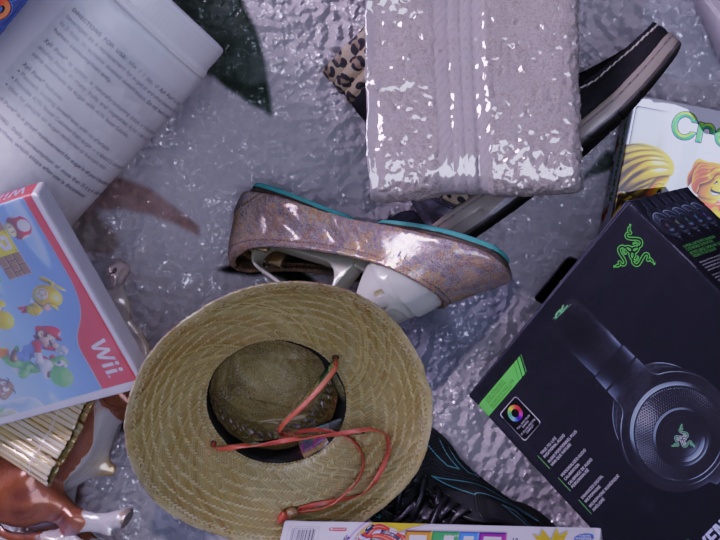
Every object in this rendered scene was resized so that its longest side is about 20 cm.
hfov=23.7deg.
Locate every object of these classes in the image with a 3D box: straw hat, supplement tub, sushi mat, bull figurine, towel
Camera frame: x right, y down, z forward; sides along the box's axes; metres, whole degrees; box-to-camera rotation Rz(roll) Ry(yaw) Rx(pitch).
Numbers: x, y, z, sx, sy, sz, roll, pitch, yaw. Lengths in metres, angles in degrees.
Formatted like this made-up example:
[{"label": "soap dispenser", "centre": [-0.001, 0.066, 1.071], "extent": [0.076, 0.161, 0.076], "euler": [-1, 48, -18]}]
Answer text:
[{"label": "straw hat", "centre": [-0.057, 0.073, 1.079], "extent": [0.200, 0.085, 0.202], "euler": [-7, 121, -11]}, {"label": "supplement tub", "centre": [-0.197, -0.106, 1.068], "extent": [0.132, 0.132, 0.200], "euler": [43, 93, -4]}, {"label": "sushi mat", "centre": [-0.257, 0.051, 1.099], "extent": [0.199, 0.012, 0.096], "euler": [27, 97, 18]}, {"label": "bull figurine", "centre": [-0.173, 0.093, 1.111], "extent": [0.121, 0.065, 0.201], "euler": [29, 98, 15]}, {"label": "towel", "centre": [0.069, -0.140, 1.041], "extent": [0.132, 0.034, 0.201], "euler": [-2, 75, 6]}]

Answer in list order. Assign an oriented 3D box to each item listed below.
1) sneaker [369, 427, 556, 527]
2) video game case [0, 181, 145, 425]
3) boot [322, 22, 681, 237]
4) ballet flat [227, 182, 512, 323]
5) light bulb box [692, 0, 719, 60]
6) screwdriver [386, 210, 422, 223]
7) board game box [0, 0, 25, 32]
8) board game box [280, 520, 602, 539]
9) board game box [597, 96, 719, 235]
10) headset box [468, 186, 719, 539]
[{"label": "sneaker", "centre": [0.055, 0.153, 1.120], "extent": [0.199, 0.079, 0.076], "euler": [29, 93, -2]}, {"label": "video game case", "centre": [-0.245, 0.034, 1.038], "extent": [0.199, 0.017, 0.143], "euler": [-16, 118, 19]}, {"label": "boot", "centre": [0.087, -0.126, 1.090], "extent": [0.200, 0.073, 0.151], "euler": [-40, 83, 10]}, {"label": "ballet flat", "centre": [0.000, 0.000, 1.079], "extent": [0.199, 0.068, 0.067], "euler": [14, 72, 32]}, {"label": "light bulb box", "centre": [0.320, -0.192, 1.039], "extent": [0.199, 0.198, 0.125], "euler": [-27, 97, 0]}, {"label": "screwdriver", "centre": [0.073, -0.054, 1.131], "extent": [0.200, 0.028, 0.029], "euler": [-35, 123, 0]}, {"label": "board game box", "centre": [-0.226, -0.197, 1.021], "extent": [0.034, 0.200, 0.136], "euler": [38, 92, -30]}, {"label": "board game box", "centre": [0.059, 0.211, 1.080], "extent": [0.199, 0.034, 0.135], "euler": [-1, 137, 16]}, {"label": "board game box", "centre": [0.262, -0.035, 1.131], "extent": [0.199, 0.035, 0.127], "euler": [10, 93, -2]}, {"label": "headset box", "centre": [0.191, 0.071, 1.052], "extent": [0.200, 0.093, 0.174], "euler": [48, 120, 18]}]
